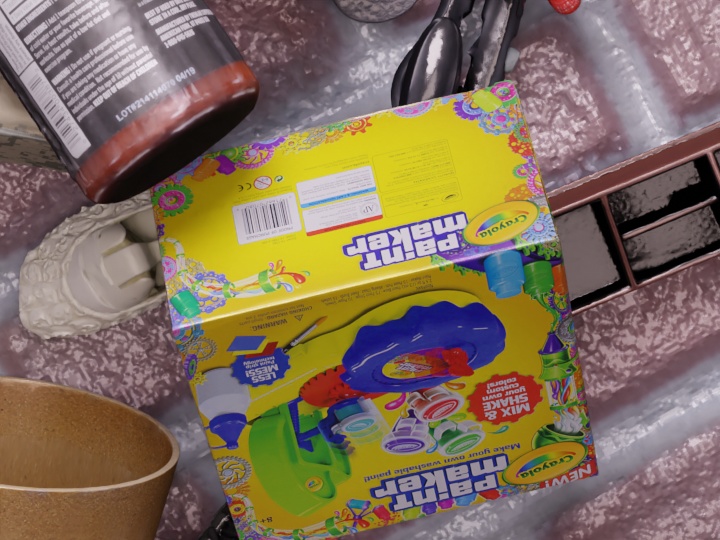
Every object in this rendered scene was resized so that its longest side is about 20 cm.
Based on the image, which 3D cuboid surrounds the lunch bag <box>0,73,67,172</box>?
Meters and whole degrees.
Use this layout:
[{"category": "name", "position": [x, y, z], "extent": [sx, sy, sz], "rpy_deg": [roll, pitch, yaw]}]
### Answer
[{"category": "lunch bag", "position": [-0.187, -0.121, 1.631], "extent": [0.199, 0.168, 0.140], "rpy_deg": [9, 79, -4]}]

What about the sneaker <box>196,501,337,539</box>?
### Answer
[{"category": "sneaker", "position": [-0.076, 0.181, 1.696], "extent": [0.071, 0.098, 0.201], "rpy_deg": [28, 96, 36]}]

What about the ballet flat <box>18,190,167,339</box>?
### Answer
[{"category": "ballet flat", "position": [-0.107, -0.019, 1.695], "extent": [0.200, 0.072, 0.072], "rpy_deg": [-24, 96, 2]}]

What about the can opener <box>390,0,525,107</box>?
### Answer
[{"category": "can opener", "position": [0.068, -0.153, 1.690], "extent": [0.063, 0.079, 0.201], "rpy_deg": [21, 82, -11]}]

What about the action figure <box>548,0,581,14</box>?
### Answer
[{"category": "action figure", "position": [0.064, -0.219, 1.629], "extent": [0.065, 0.052, 0.200], "rpy_deg": [-30, 112, 13]}]

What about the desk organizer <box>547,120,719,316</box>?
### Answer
[{"category": "desk organizer", "position": [0.173, -0.030, 1.695], "extent": [0.200, 0.077, 0.072], "rpy_deg": [-23, 96, 1]}]

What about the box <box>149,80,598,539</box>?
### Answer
[{"category": "box", "position": [0.009, 0.028, 1.589], "extent": [0.199, 0.122, 0.193], "rpy_deg": [-14, 137, 1]}]

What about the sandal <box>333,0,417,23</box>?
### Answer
[{"category": "sandal", "position": [-0.015, -0.238, 1.690], "extent": [0.076, 0.043, 0.201], "rpy_deg": [-11, 107, 1]}]

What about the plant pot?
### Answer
[{"category": "plant pot", "position": [-0.204, 0.180, 1.668], "extent": [0.186, 0.186, 0.201], "rpy_deg": [7, 105, -2]}]

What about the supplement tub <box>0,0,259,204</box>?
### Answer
[{"category": "supplement tub", "position": [-0.144, -0.140, 1.500], "extent": [0.107, 0.107, 0.200], "rpy_deg": [-34, 85, 2]}]
